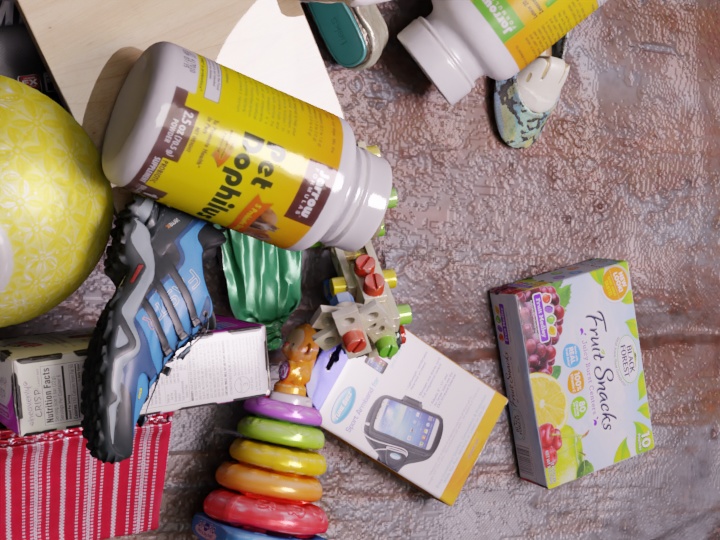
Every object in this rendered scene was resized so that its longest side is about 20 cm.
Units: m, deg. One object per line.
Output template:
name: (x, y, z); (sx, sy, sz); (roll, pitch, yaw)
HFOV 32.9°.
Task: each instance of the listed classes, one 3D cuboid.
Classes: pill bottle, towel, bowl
pill bottle: (0.135, -0.244, 1.101); (0.200, 0.111, 0.111); (-39, 112, 7)
towel: (-0.249, 0.177, 0.968); (0.199, 0.023, 0.145); (-6, 130, -27)
bowl: (-0.284, -0.030, 0.869); (0.199, 0.108, 0.201); (1, 120, 1)
pill bottle: (-0.080, -0.082, 0.896); (0.200, 0.109, 0.110); (20, 84, -25)

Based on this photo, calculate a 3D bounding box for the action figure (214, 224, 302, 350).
action figure: (-0.090, -0.030, 1.056); (0.118, 0.055, 0.201); (-7, 92, -27)

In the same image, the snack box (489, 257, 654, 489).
snack box: (0.216, 0.101, 1.229); (0.142, 0.053, 0.201); (-16, 101, -27)

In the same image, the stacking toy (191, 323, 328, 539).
stacking toy: (-0.068, 0.144, 1.051); (0.109, 0.116, 0.201); (14, 84, -28)

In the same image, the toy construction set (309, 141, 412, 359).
toy construction set: (0.000, 0.000, 1.048); (0.092, 0.131, 0.200); (3, 49, -6)

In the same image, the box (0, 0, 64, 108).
box: (-0.266, -0.186, 0.958); (0.199, 0.050, 0.199); (-12, 100, -27)

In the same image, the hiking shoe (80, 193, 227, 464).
hiking shoe: (-0.145, 0.042, 0.873); (0.086, 0.074, 0.201); (15, 69, -20)

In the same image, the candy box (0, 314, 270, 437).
candy box: (-0.189, 0.078, 0.967); (0.199, 0.136, 0.061); (-6, 95, -26)

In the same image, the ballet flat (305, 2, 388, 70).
ballet flat: (-0.034, -0.273, 1.075); (0.062, 0.067, 0.200); (-47, 120, -47)

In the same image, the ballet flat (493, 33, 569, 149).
ballet flat: (0.175, -0.218, 1.176); (0.074, 0.074, 0.201); (6, 91, -28)

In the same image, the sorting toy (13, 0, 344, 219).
sorting toy: (-0.143, -0.167, 0.954); (0.200, 0.070, 0.199); (-28, 108, -17)

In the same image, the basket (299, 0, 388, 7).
basket: (0.027, -0.324, 0.962); (0.200, 0.161, 0.199); (-20, 107, -21)

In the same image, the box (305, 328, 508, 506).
box: (0.034, 0.123, 1.144); (0.200, 0.041, 0.119); (35, 78, -23)
